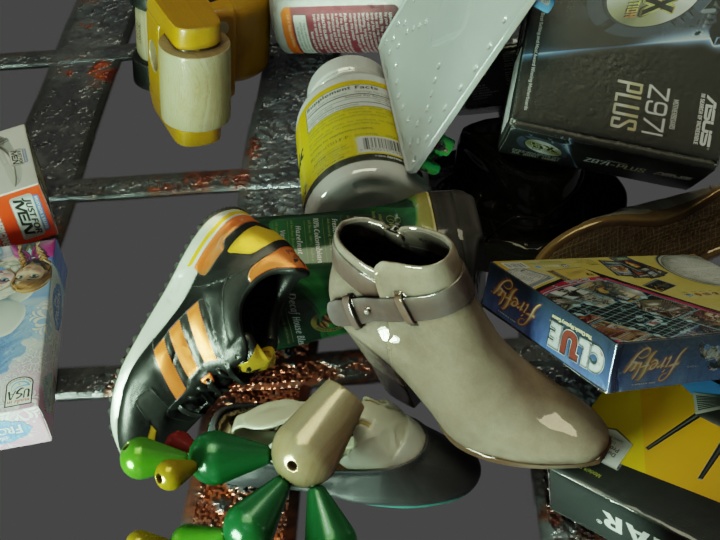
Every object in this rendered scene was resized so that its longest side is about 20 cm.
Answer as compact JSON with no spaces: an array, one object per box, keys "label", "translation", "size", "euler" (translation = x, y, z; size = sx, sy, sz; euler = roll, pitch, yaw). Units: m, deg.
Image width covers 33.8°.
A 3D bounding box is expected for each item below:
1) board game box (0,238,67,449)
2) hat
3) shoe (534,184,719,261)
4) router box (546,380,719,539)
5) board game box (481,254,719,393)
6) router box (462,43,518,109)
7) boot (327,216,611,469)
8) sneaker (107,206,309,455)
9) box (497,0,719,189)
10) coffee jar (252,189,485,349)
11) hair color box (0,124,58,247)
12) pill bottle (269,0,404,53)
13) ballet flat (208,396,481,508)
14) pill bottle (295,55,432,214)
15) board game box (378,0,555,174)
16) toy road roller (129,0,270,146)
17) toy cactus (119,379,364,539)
[{"label":"board game box","translation":[-0.342,0.067,0.956],"size":[0.196,0.044,0.201],"euler":[-10,43,-2]},{"label":"hat","translation":[0.129,-0.081,1.008],"size":[0.197,0.082,0.202],"euler":[-6,42,5]},{"label":"shoe","translation":[0.229,-0.018,0.947],"size":[0.197,0.071,0.053],"euler":[-17,1,-4]},{"label":"router box","translation":[0.243,0.133,0.768],"size":[0.198,0.052,0.149],"euler":[23,52,32]},{"label":"board game box","translation":[0.201,0.030,0.809],"size":[0.197,0.035,0.135],"euler":[-2,23,-31]},{"label":"router box","translation":[0.181,-0.178,1.065],"size":[0.196,0.052,0.149],"euler":[-7,5,0]},{"label":"boot","translation":[0.063,0.043,0.764],"size":[0.197,0.148,0.070],"euler":[14,48,30]},{"label":"sneaker","translation":[-0.106,0.061,0.834],"size":[0.089,0.070,0.202],"euler":[30,98,31]},{"label":"box","translation":[0.207,-0.182,0.935],"size":[0.161,0.086,0.204],"euler":[12,83,1]},{"label":"coffee jar","translation":[0.000,0.000,0.923],"size":[0.196,0.105,0.086],"euler":[-9,49,1]},{"label":"hair color box","translation":[-0.387,-0.054,1.085],"size":[0.197,0.065,0.111],"euler":[-20,41,-10]},{"label":"pill bottle","translation":[0.013,-0.284,1.231],"size":[0.196,0.115,0.115],"euler":[2,42,12]},{"label":"ballet flat","translation":[-0.016,0.121,0.819],"size":[0.196,0.074,0.074],"euler":[2,42,12]},{"label":"pill bottle","translation":[0.000,-0.100,1.030],"size":[0.109,0.113,0.202],"euler":[-8,41,1]},{"label":"board game box","translation":[0.085,-0.205,0.949],"size":[0.026,0.201,0.202],"euler":[20,35,-23]},{"label":"toy road roller","translation":[-0.148,-0.228,1.197],"size":[0.144,0.124,0.201],"euler":[-11,39,-20]},{"label":"toy cactus","translation":[-0.052,0.150,0.758],"size":[0.198,0.103,0.166],"euler":[32,74,20]}]
